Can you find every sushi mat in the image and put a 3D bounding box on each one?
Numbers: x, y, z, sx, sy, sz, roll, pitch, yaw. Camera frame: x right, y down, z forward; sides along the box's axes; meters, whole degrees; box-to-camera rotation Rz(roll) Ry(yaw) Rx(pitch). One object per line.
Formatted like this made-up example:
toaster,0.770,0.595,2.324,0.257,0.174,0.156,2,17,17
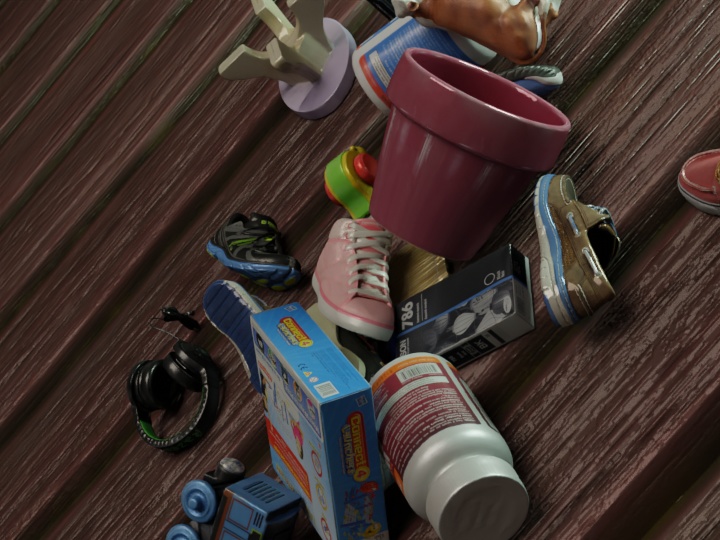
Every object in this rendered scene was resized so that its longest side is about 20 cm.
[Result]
sushi mat,0.021,0.033,1.775,0.200,0.012,0.096,-37,35,22

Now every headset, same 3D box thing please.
headset,-0.227,0.134,1.949,0.123,0.094,0.200,-28,56,26

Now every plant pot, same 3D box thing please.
plant pot,0.101,-0.119,1.668,0.179,0.200,0.200,-65,30,18

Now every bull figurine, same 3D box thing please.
bull figurine,0.132,-0.311,1.770,0.200,0.065,0.122,29,93,13

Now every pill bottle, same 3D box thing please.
pill bottle,0.097,-0.278,1.877,0.200,0.112,0.112,-34,38,26
pill bottle,0.081,0.174,1.491,0.110,0.110,0.200,-46,34,10

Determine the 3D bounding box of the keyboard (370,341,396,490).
keyboard,0.011,0.161,1.668,0.056,0.011,0.200,-46,34,27

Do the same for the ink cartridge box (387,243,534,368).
ink cartridge box,0.093,0.058,1.646,0.200,0.039,0.100,-32,40,30

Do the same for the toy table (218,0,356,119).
toy table,-0.092,-0.303,2.121,0.184,0.117,0.200,-48,35,8

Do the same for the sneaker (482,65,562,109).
sneaker,0.144,-0.183,1.787,0.200,0.076,0.077,-20,89,23

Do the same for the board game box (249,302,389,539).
board game box,-0.042,0.163,1.580,0.056,0.196,0.200,-17,30,-18

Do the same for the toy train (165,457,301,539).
toy train,-0.141,0.297,1.624,0.114,0.087,0.200,27,109,26

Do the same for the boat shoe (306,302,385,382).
boat shoe,-0.023,0.100,1.700,0.074,0.063,0.201,-53,30,7

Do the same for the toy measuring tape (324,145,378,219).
toy measuring tape,-0.010,-0.084,1.860,0.074,0.074,0.200,-32,36,28

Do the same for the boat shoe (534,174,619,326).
boat shoe,0.219,-0.026,1.540,0.072,0.072,0.200,-17,42,17

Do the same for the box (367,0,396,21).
box,0.091,-0.406,1.953,0.200,0.164,0.086,-52,33,0

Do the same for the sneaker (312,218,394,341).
sneaker,0.000,0.000,1.716,0.200,0.075,0.105,-124,54,-66

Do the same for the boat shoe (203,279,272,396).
boat shoe,-0.102,0.085,1.813,0.072,0.072,0.200,-49,59,20

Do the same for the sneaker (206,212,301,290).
sneaker,-0.132,-0.031,1.963,0.083,0.071,0.200,-61,31,0

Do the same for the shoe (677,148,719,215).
shoe,0.356,-0.099,1.425,0.200,0.091,0.072,13,70,54
